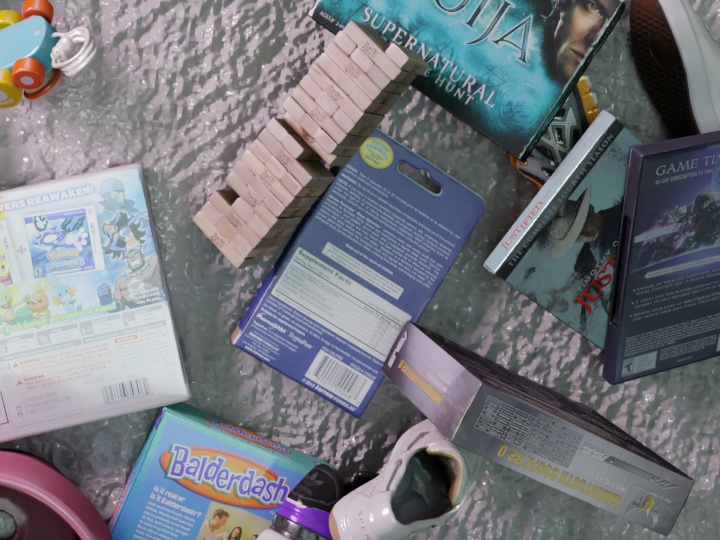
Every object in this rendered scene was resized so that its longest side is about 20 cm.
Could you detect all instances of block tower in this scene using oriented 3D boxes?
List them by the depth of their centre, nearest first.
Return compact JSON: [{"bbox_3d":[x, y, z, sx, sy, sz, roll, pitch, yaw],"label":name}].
[{"bbox_3d":[-0.038,-0.094,0.913,0.058,0.054,0.200,45,107,10],"label":"block tower"}]

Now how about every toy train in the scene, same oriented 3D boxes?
[{"bbox_3d":[-0.261,-0.096,0.878,0.200,0.150,0.056,-47,141,-3],"label":"toy train"}]

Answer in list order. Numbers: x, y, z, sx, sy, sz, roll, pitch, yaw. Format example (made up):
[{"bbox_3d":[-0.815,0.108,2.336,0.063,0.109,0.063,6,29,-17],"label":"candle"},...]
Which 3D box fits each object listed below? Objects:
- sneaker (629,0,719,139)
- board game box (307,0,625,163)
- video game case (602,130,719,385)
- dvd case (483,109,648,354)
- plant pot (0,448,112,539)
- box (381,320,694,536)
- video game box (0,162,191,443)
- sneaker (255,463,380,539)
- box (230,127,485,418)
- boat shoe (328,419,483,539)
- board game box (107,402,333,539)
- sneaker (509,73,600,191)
[{"bbox_3d":[0.279,-0.151,0.983,0.084,0.073,0.202,-32,110,-12],"label":"sneaker"},{"bbox_3d":[0.076,-0.192,0.916,0.199,0.028,0.136,35,97,13],"label":"board game box"},{"bbox_3d":[0.262,-0.013,0.969,0.141,0.019,0.202,-12,121,-21],"label":"video game case"},{"bbox_3d":[0.203,-0.015,0.962,0.199,0.022,0.146,33,99,-35],"label":"dvd case"},{"bbox_3d":[-0.267,0.214,0.889,0.197,0.179,0.203,-1,98,-8],"label":"plant pot"},{"bbox_3d":[0.129,0.117,0.933,0.198,0.158,0.049,26,95,-22],"label":"box"},{"bbox_3d":[-0.242,0.028,0.934,0.197,0.047,0.185,-12,102,-7],"label":"video game box"},{"bbox_3d":[0.012,0.214,0.965,0.200,0.069,0.100,42,70,-41],"label":"sneaker"},{"bbox_3d":[0.000,0.000,0.974,0.120,0.032,0.201,31,94,-12],"label":"box"},{"bbox_3d":[0.055,0.157,0.928,0.069,0.200,0.071,-33,91,34],"label":"boat shoe"},{"bbox_3d":[-0.126,0.222,0.980,0.151,0.045,0.202,24,94,-12],"label":"board game box"},{"bbox_3d":[0.145,-0.111,0.960,0.077,0.078,0.202,-27,102,1],"label":"sneaker"}]
